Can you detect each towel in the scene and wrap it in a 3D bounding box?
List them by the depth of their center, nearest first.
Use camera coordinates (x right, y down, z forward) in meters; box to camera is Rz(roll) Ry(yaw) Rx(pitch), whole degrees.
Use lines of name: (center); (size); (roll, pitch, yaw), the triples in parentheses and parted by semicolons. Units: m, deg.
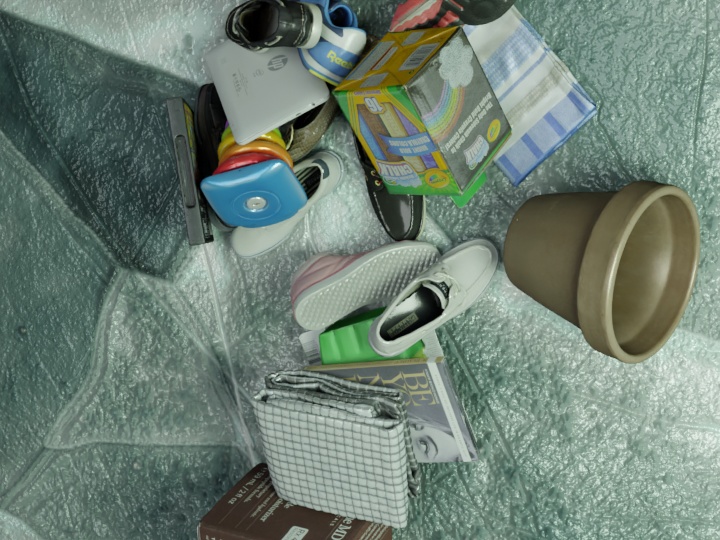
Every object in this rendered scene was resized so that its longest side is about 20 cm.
towel: (0.175, -0.222, 1.499); (0.147, 0.024, 0.200); (-43, 78, 24)
towel: (-0.023, 0.212, 1.527); (0.199, 0.086, 0.166); (7, 124, 24)

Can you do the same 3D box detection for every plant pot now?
plant pot: (0.263, -0.013, 1.409); (0.174, 0.200, 0.202); (17, 104, 41)

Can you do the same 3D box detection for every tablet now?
tablet: (-0.120, -0.247, 1.558); (0.130, 0.014, 0.201); (-27, 47, 4)

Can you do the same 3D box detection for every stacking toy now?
stacking toy: (-0.138, -0.164, 1.566); (0.115, 0.110, 0.201); (-14, 58, 11)

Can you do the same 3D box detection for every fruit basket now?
fruit basket: (0.036, 0.147, 1.585); (0.184, 0.094, 0.201); (-19, 104, 26)

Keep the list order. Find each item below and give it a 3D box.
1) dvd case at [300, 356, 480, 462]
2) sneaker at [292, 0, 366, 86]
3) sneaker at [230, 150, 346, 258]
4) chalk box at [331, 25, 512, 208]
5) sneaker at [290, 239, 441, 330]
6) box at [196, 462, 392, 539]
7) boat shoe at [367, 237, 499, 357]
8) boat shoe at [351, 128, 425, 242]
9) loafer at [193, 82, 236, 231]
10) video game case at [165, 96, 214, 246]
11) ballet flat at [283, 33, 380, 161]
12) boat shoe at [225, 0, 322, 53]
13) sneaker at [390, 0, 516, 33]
dvd case: (0.036, 0.177, 1.535); (0.199, 0.016, 0.149); (-7, 118, 29)
sneaker: (-0.048, -0.314, 1.538); (0.082, 0.074, 0.200); (-51, 49, 27)
sneaker: (-0.107, -0.087, 1.619); (0.200, 0.071, 0.073); (-43, 78, 23)
chalk box: (0.084, -0.168, 1.457); (0.123, 0.125, 0.201); (6, 136, 45)
sneaker: (0.000, 0.000, 1.580); (0.199, 0.105, 0.076); (-23, 118, -2)
box: (-0.080, 0.372, 1.591); (0.199, 0.166, 0.165); (8, 114, 24)
boat shoe: (0.091, 0.028, 1.495); (0.200, 0.066, 0.072); (-35, 83, -11)
boat shoe: (0.031, -0.131, 1.557); (0.073, 0.063, 0.203); (-10, 93, 23)
loafer: (-0.170, -0.154, 1.627); (0.063, 0.072, 0.201); (-15, 78, 41)
video game case: (-0.220, -0.124, 1.605); (0.025, 0.200, 0.182); (-9, 93, -3)
ballet flat: (-0.044, -0.221, 1.574); (0.200, 0.046, 0.068); (-48, 34, 19)
boat shoe: (-0.122, -0.302, 1.517); (0.200, 0.060, 0.074); (23, 108, 54)
sneaker: (0.107, -0.329, 1.478); (0.200, 0.074, 0.087); (-26, 48, 35)
